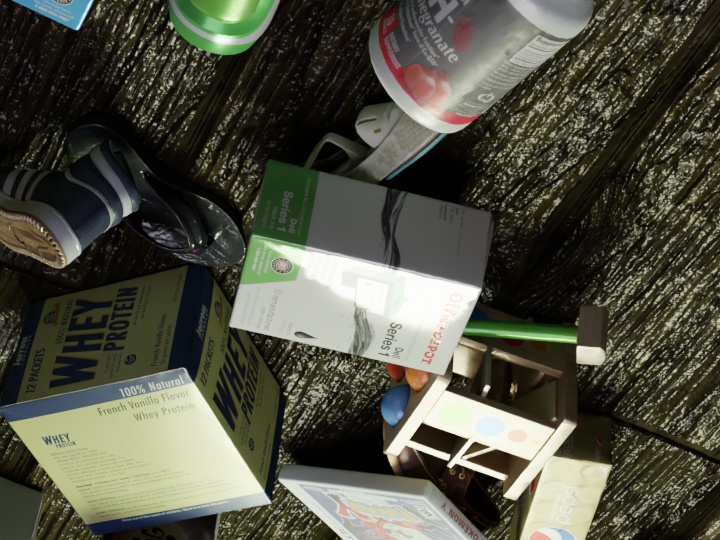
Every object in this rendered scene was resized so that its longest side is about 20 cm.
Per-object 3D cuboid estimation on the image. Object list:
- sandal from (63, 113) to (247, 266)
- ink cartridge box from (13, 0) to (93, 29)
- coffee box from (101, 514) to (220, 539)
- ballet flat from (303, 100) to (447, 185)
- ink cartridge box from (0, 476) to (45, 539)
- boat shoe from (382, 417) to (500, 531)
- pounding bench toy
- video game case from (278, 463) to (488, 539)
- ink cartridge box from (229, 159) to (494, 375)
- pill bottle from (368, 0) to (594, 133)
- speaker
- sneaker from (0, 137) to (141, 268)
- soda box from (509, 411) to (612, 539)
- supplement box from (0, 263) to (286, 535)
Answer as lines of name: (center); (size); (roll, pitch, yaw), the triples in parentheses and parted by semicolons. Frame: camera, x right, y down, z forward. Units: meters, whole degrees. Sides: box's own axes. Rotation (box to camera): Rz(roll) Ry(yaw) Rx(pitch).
sandal: (-0.185, -0.056, 1.595); (0.075, 0.048, 0.200); (-33, 122, 32)
ink cartridge box: (-0.222, -0.292, 1.352); (0.115, 0.068, 0.200); (24, 133, -16)
coffee box: (-0.201, 0.271, 1.815); (0.112, 0.201, 0.080); (9, 132, -1)
ballet flat: (0.004, -0.101, 1.520); (0.062, 0.068, 0.200); (39, 127, -17)
ink cartridge box: (-0.446, 0.298, 1.953); (0.143, 0.084, 0.200); (24, 133, -16)
boat shoe: (0.084, 0.200, 1.805); (0.070, 0.071, 0.200); (-7, 142, 23)
pounding bench toy: (0.118, 0.083, 1.645); (0.154, 0.125, 0.201); (20, 133, -13)
video game case: (0.038, 0.260, 1.838); (0.198, 0.023, 0.182); (0, 145, 42)
ink cartridge box: (0.000, 0.000, 1.529); (0.198, 0.085, 0.147); (13, 144, -4)
pill bottle: (0.107, -0.203, 1.372); (0.110, 0.111, 0.200); (33, 129, -24)
speaker: (-0.082, -0.260, 1.357); (0.088, 0.089, 0.201); (18, 134, -11)
sneaker: (-0.263, -0.069, 1.559); (0.199, 0.108, 0.071); (24, 147, 52)
soda box: (0.201, 0.229, 1.823); (0.067, 0.064, 0.201); (9, 136, -2)
supplement box: (-0.202, 0.126, 1.717); (0.198, 0.135, 0.201); (-13, 132, 18)
